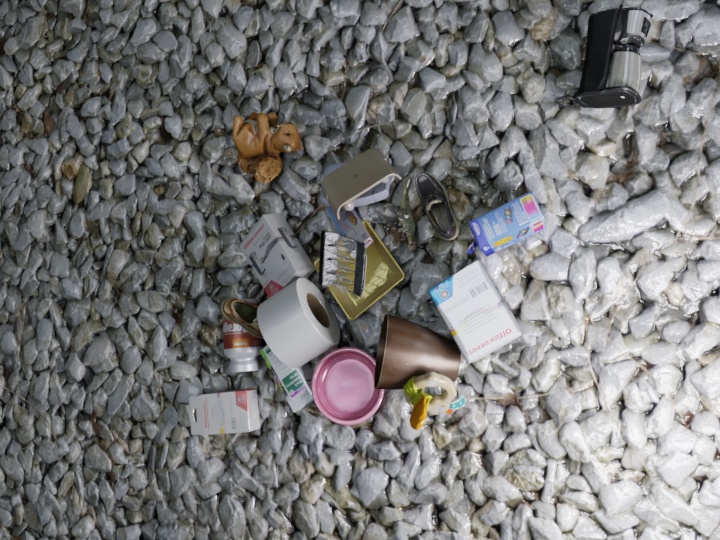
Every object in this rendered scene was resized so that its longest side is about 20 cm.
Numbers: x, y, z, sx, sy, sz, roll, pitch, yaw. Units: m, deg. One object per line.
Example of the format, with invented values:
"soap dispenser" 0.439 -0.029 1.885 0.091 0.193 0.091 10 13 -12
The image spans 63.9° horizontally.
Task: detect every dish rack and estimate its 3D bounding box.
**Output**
"dish rack" -0.045 -0.016 1.486 0.199 0.054 0.156 25 115 60

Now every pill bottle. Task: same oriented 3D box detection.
"pill bottle" -0.338 0.187 1.659 0.110 0.112 0.204 -7 83 19

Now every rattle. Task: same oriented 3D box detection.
"rattle" 0.194 0.341 1.383 0.129 0.200 0.143 -36 36 5

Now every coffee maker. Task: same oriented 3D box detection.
"coffee maker" 0.580 -0.504 1.376 0.189 0.134 0.204 8 88 21

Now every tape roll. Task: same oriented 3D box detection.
"tape roll" -0.165 0.140 1.553 0.138 0.202 0.205 -31 76 14

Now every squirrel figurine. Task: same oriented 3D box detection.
"squirrel figurine" -0.267 -0.358 1.686 0.183 0.142 0.204 11 103 10

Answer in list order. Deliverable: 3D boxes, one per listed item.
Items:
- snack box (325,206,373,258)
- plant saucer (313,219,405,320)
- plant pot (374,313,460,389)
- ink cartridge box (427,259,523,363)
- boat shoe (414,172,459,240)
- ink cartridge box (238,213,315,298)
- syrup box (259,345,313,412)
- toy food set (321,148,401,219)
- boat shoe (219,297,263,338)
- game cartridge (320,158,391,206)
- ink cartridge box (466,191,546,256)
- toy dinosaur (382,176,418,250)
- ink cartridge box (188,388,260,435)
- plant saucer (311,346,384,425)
"snack box" -0.033 -0.125 1.577 0.072 0.024 0.201 -40 48 13
"plant saucer" 0.000 0.000 1.587 0.199 0.048 0.201 -39 74 13
"plant pot" 0.146 0.219 1.457 0.196 0.187 0.191 10 88 -3
"ink cartridge box" 0.287 0.104 1.423 0.145 0.146 0.202 -31 76 14
"boat shoe" 0.199 -0.175 1.521 0.071 0.065 0.203 -26 76 17
"ink cartridge box" -0.239 -0.040 1.637 0.146 0.084 0.202 -43 70 32
"syrup box" -0.189 0.286 1.613 0.078 0.081 0.202 -37 73 15
"toy food set" -0.002 -0.231 1.538 0.198 0.061 0.144 -31 44 1
"boat shoe" -0.290 0.134 1.587 0.073 0.198 0.077 -12 56 53
"game cartridge" -0.013 -0.241 1.595 0.196 0.042 0.136 -4 66 20
"ink cartridge box" 0.349 -0.104 1.423 0.197 0.136 0.078 -24 75 16
"toy dinosaur" 0.107 -0.147 1.563 0.086 0.047 0.204 -7 82 4
"ink cartridge box" -0.398 0.413 1.685 0.196 0.067 0.119 -8 82 17
"plant saucer" -0.032 0.310 1.549 0.196 0.051 0.204 -2 73 5
